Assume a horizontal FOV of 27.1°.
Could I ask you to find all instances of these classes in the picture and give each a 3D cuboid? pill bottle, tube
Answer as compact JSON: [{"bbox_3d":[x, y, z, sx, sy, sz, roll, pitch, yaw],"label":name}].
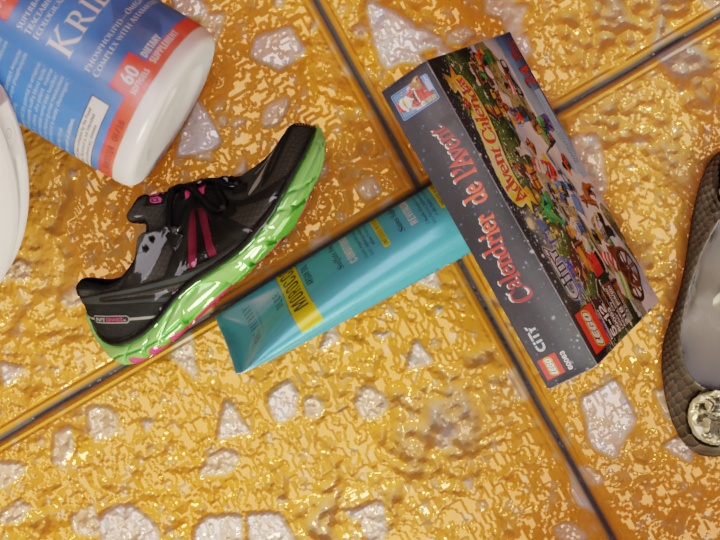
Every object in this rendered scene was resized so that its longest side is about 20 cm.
[{"bbox_3d":[-0.200,-0.149,0.933,0.198,0.112,0.113,30,92,0],"label":"pill bottle"},{"bbox_3d":[0.000,0.000,0.957,0.198,0.078,0.051,-30,115,-1],"label":"tube"}]

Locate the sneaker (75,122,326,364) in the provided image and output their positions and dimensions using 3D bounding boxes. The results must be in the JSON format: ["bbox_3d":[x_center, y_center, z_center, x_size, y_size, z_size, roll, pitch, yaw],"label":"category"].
[{"bbox_3d":[-0.102,-0.027,0.951,0.200,0.077,0.084,-43,93,1],"label":"sneaker"}]

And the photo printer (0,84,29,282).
[{"bbox_3d":[-0.302,-0.066,0.922,0.197,0.070,0.167,17,135,1],"label":"photo printer"}]

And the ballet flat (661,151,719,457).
[{"bbox_3d":[0.234,0.020,0.955,0.066,0.046,0.203,8,91,2],"label":"ballet flat"}]

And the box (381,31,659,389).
[{"bbox_3d":[0.103,-0.042,0.914,0.037,0.136,0.202,-29,90,30],"label":"box"}]
